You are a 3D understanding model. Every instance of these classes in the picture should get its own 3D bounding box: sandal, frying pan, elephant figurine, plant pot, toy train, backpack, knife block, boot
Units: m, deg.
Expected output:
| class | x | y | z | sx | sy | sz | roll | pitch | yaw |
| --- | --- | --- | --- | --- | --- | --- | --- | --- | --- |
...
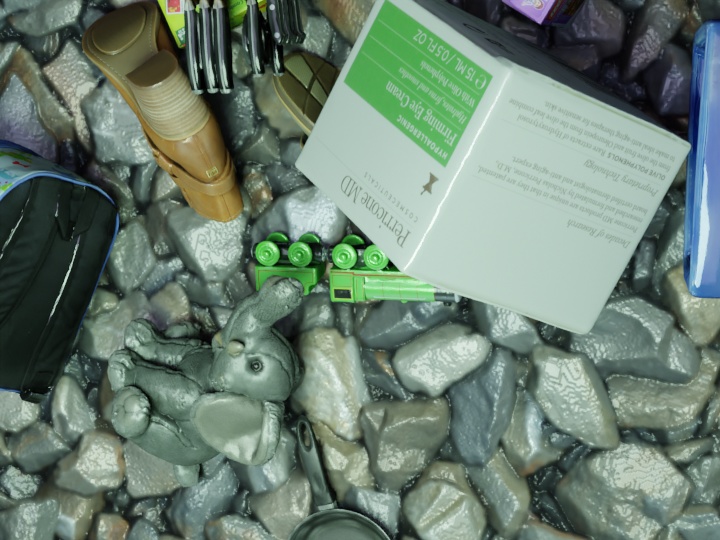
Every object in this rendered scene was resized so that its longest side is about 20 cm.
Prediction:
| class | x | y | z | sx | sy | sz | roll | pitch | yaw |
| --- | --- | --- | --- | --- | --- | --- | --- | --- | --- |
| sandal | -0.012 | -0.097 | 1.424 | 0.200 | 0.080 | 0.054 | 50 | 129 | 2 |
| frying pan | -0.037 | 0.236 | 1.484 | 0.115 | 0.031 | 0.191 | -37 | 82 | 17 |
| elephant figurine | -0.107 | 0.098 | 1.430 | 0.198 | 0.155 | 0.143 | -8 | 72 | 26 |
| plant pot | 0.336 | -0.083 | 1.256 | 0.178 | 0.200 | 0.203 | 2 | 97 | 9 |
| toy train | 0.000 | 0.000 | 1.443 | 0.198 | 0.042 | 0.057 | 3 | 107 | 16 |
| backpack | -0.323 | -0.011 | 1.465 | 0.146 | 0.183 | 0.201 | 30 | 95 | 32 |
| knife block | -0.118 | -0.251 | 1.346 | 0.200 | 0.064 | 0.176 | 44 | 107 | 8 |
| boot | -0.164 | -0.139 | 1.452 | 0.076 | 0.200 | 0.156 | -34 | 128 | -11 |

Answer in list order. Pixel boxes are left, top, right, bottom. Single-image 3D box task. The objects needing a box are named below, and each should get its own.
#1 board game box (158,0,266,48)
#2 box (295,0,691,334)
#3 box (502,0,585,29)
| class | x | y | z | sx | sy | sz | roll | pitch | yaw |
| --- | --- | --- | --- | --- | --- | --- | --- | --- | --- |
| board game box | -0.082 | -0.275 | 1.391 | 0.199 | 0.048 | 0.102 | -26 | 90 | 20 |
| box | 0.097 | -0.087 | 1.283 | 0.199 | 0.199 | 0.173 | 45 | 113 | 51 |
| box | 0.187 | -0.285 | 1.302 | 0.039 | 0.137 | 0.201 | 32 | 104 | 10 |
